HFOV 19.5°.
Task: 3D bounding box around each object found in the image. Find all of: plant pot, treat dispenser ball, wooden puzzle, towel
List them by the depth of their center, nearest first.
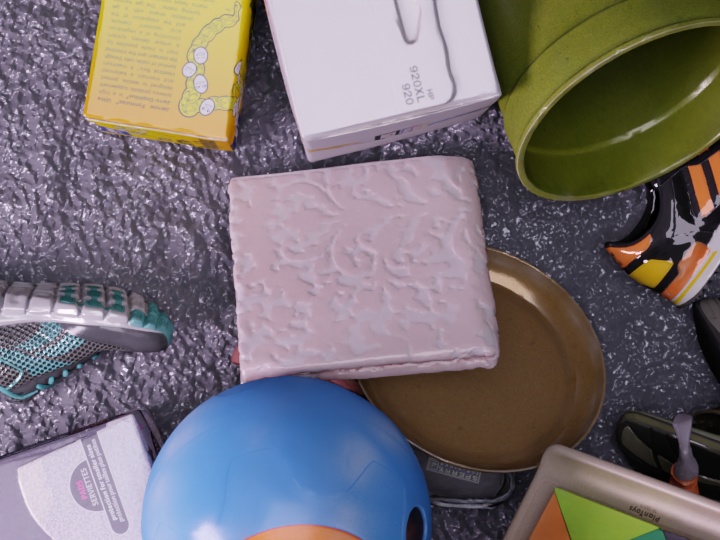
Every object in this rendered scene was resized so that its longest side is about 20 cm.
[{"bbox_3d":[0.161,0.232,1.425,0.185,0.037,0.200,18,76,33],"label":"wooden puzzle"},{"bbox_3d":[-0.051,0.173,1.451,0.200,0.201,0.201,0,89,-1],"label":"treat dispenser ball"},{"bbox_3d":[0.167,-0.187,1.529,0.200,0.200,0.193,-24,63,-1],"label":"plant pot"},{"bbox_3d":[0.000,0.000,1.550,0.191,0.032,0.200,-6,49,1],"label":"towel"},{"bbox_3d":[0.084,0.068,1.563,0.200,0.028,0.200,8,54,-11],"label":"plant pot"}]

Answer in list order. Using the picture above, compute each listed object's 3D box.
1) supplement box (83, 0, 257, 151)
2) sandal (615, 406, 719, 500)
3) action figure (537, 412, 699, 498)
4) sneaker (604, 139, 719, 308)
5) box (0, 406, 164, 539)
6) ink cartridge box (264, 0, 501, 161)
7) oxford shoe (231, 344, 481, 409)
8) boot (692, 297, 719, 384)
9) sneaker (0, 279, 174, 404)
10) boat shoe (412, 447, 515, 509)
[{"bbox_3d":[-0.133,-0.198,1.568,0.109,0.109,0.200,9,89,-1],"label":"supplement box"},{"bbox_3d":[0.293,0.136,1.596,0.201,0.080,0.057,9,55,2],"label":"sandal"},{"bbox_3d":[0.197,0.218,1.561,0.200,0.105,0.194,-25,116,3],"label":"action figure"},{"bbox_3d":[0.262,-0.075,1.591,0.090,0.070,0.200,30,90,-3],"label":"sneaker"},{"bbox_3d":[-0.189,0.216,1.558,0.132,0.115,0.200,-19,90,-1],"label":"box"},{"bbox_3d":[0.010,-0.171,1.524,0.144,0.200,0.147,-15,89,-1],"label":"ink cartridge box"},{"bbox_3d":[0.007,0.062,1.587,0.200,0.070,0.075,14,83,-2],"label":"oxford shoe"},{"bbox_3d":[0.349,0.069,1.545,0.154,0.204,0.074,-20,131,-5],"label":"boot"},{"bbox_3d":[-0.241,0.057,1.591,0.200,0.078,0.091,3,105,3],"label":"sneaker"},{"bbox_3d":[0.019,0.144,1.585,0.199,0.068,0.074,17,89,0],"label":"boat shoe"}]
